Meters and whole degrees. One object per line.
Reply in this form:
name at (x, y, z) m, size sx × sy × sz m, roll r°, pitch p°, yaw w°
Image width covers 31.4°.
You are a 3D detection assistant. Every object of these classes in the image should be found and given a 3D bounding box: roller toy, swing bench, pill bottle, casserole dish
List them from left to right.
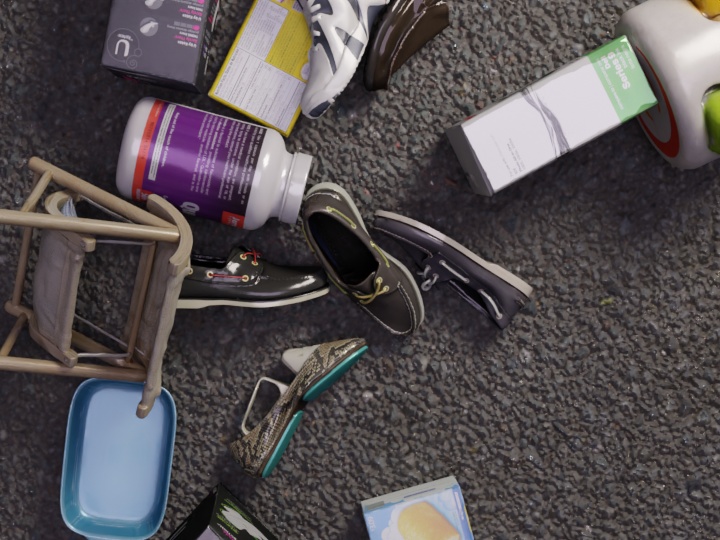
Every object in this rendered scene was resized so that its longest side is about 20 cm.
swing bench at (-0.282, 0.019, 1.343) m, size 0.198 × 0.130 × 0.200 m, roll 16°, pitch 121°, yaw -4°
casserole dish at (-0.269, 0.208, 1.433) m, size 0.120 × 0.039 × 0.202 m, roll 7°, pitch 93°, yaw -3°
pill bottle at (-0.157, -0.111, 1.384) m, size 0.198 × 0.112 × 0.114 m, roll 15°, pitch 92°, yaw -3°
roller toy at (0.366, -0.217, 1.368) m, size 0.139 × 0.182 × 0.202 m, roll -25°, pitch 86°, yaw -1°

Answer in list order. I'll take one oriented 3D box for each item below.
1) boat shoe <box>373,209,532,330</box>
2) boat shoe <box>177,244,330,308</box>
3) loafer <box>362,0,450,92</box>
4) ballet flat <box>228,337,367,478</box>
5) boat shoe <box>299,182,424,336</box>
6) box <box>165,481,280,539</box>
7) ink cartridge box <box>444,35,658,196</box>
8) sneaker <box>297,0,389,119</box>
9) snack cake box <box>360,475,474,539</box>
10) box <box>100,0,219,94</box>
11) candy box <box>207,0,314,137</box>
boat shoe at (0.094, -0.001, 1.423) m, size 0.199 × 0.073 × 0.063 m, roll 29°, pitch 88°, yaw -8°
boat shoe at (-0.133, 0.006, 1.411) m, size 0.199 × 0.074 × 0.064 m, roll 0°, pitch 101°, yaw 2°
loafer at (0.065, -0.281, 1.405) m, size 0.071 × 0.073 × 0.201 m, roll 27°, pitch 92°, yaw -3°
ballet flat at (-0.079, 0.137, 1.429) m, size 0.075 × 0.068 × 0.201 m, roll 39°, pitch 93°, yaw 12°
boat shoe at (0.000, 0.000, 1.401) m, size 0.071 × 0.061 × 0.202 m, roll -29°, pitch 109°, yaw 22°
box at (-0.161, 0.339, 1.364) m, size 0.124 × 0.200 × 0.149 m, roll 43°, pitch 90°, yaw -4°
ink cartridge box at (0.200, -0.164, 1.381) m, size 0.199 × 0.146 × 0.085 m, roll -28°, pitch 95°, yaw -1°
sneaker at (-0.049, -0.274, 1.373) m, size 0.129 × 0.079 × 0.201 m, roll 27°, pitch 91°, yaw -7°
snack cake box at (0.079, 0.347, 1.442) m, size 0.114 × 0.067 × 0.202 m, roll -15°, pitch 93°, yaw -3°
box at (-0.204, -0.301, 1.367) m, size 0.105 × 0.122 × 0.202 m, roll 11°, pitch 92°, yaw -4°
candy box at (-0.081, -0.260, 1.423) m, size 0.101 × 0.026 × 0.201 m, roll 27°, pitch 91°, yaw -4°
